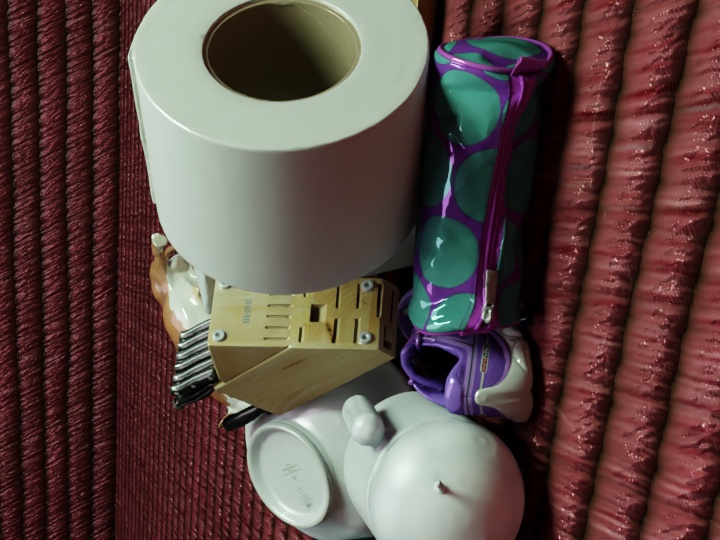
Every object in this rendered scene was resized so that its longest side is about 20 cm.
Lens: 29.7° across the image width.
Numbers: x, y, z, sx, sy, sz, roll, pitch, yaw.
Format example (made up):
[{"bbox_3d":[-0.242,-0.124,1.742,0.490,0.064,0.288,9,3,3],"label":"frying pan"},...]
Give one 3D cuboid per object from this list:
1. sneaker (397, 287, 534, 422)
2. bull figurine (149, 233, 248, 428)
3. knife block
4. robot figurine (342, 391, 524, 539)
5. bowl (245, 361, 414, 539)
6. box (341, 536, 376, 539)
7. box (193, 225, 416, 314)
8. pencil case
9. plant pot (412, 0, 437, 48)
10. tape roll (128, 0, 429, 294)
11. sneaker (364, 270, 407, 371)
[{"bbox_3d":[0.061,0.052,1.018,0.200,0.082,0.082,-137,47,-68],"label":"sneaker"},{"bbox_3d":[-0.145,0.053,1.291,0.201,0.065,0.122,55,155,20],"label":"bull figurine"},{"bbox_3d":[-0.063,0.076,1.121,0.176,0.197,0.065,80,-167,-58],"label":"knife block"},{"bbox_3d":[0.053,0.156,0.992,0.113,0.169,0.200,-51,12,-2],"label":"robot figurine"},{"bbox_3d":[-0.036,0.160,1.185,0.199,0.090,0.204,19,121,35],"label":"bowl"},{"bbox_3d":[-0.040,0.279,1.195,0.137,0.197,0.040,114,148,-54],"label":"box"},{"bbox_3d":[-0.047,-0.069,1.111,0.153,0.197,0.107,93,161,-55],"label":"box"},{"bbox_3d":[0.082,-0.056,0.927,0.092,0.084,0.203,-134,44,-60],"label":"pencil case"},{"bbox_3d":[0.028,-0.239,1.177,0.200,0.027,0.203,177,90,-74],"label":"plant pot"},{"bbox_3d":[-0.052,-0.104,0.947,0.140,0.200,0.204,89,167,-49],"label":"tape roll"},{"bbox_3d":[0.000,0.000,1.235,0.087,0.073,0.203,139,128,-73],"label":"sneaker"}]
